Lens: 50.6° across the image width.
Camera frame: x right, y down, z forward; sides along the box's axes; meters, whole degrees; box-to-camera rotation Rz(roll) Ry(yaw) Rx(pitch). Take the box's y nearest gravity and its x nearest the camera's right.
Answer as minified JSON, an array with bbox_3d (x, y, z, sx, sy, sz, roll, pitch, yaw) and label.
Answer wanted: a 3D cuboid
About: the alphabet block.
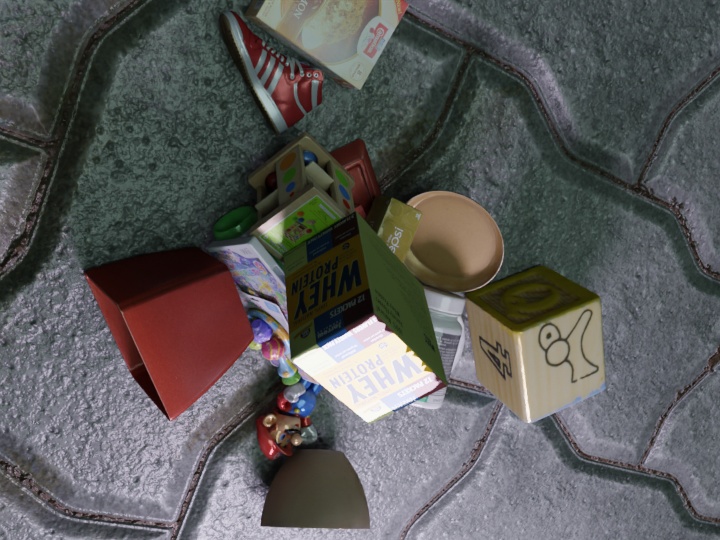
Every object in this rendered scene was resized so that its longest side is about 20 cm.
[{"bbox_3d":[0.334,0.135,1.455,0.194,0.196,0.202,-19,115,-18],"label":"alphabet block"}]

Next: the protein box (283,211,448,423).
[{"bbox_3d":[0.004,0.069,1.082,0.134,0.201,0.199,-29,131,18],"label":"protein box"}]

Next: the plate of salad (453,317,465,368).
[{"bbox_3d":[0.117,0.148,1.447,0.198,0.048,0.202,-9,112,-22],"label":"plate of salad"}]

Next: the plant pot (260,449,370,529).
[{"bbox_3d":[-0.080,0.398,1.386,0.199,0.200,0.136,10,71,-27],"label":"plant pot"}]

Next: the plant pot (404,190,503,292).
[{"bbox_3d":[0.153,-0.053,1.318,0.028,0.198,0.201,-55,133,-50],"label":"plant pot"}]

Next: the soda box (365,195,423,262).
[{"bbox_3d":[0.027,-0.019,1.260,0.067,0.064,0.202,23,88,-26],"label":"soda box"}]

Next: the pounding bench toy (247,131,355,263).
[{"bbox_3d":[-0.062,-0.084,1.175,0.124,0.157,0.200,-33,130,20],"label":"pounding bench toy"}]

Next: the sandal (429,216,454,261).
[{"bbox_3d":[0.155,-0.036,1.386,0.045,0.075,0.201,-30,121,-1],"label":"sandal"}]

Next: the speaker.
[{"bbox_3d":[-0.160,-0.003,1.248,0.088,0.088,0.201,-34,119,-9],"label":"speaker"}]

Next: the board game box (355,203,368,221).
[{"bbox_3d":[0.000,0.000,1.296,0.103,0.019,0.201,-33,110,-16],"label":"board game box"}]

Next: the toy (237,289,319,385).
[{"bbox_3d":[-0.149,0.120,1.238,0.047,0.114,0.201,-51,138,-26],"label":"toy"}]

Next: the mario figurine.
[{"bbox_3d":[-0.102,0.253,1.351,0.123,0.106,0.201,35,89,-17],"label":"mario figurine"}]

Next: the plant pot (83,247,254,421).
[{"bbox_3d":[-0.281,0.073,1.169,0.175,0.199,0.202,-28,118,-24],"label":"plant pot"}]

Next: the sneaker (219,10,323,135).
[{"bbox_3d":[-0.127,-0.319,1.156,0.112,0.071,0.201,-31,126,-6],"label":"sneaker"}]

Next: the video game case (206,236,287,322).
[{"bbox_3d":[-0.138,0.032,1.162,0.018,0.143,0.201,-49,115,-26],"label":"video game case"}]

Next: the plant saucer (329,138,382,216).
[{"bbox_3d":[-0.045,-0.092,1.295,0.198,0.037,0.201,-27,116,-13],"label":"plant saucer"}]

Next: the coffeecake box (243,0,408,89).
[{"bbox_3d":[-0.050,-0.397,1.161,0.199,0.073,0.154,28,94,-30],"label":"coffeecake box"}]

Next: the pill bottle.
[{"bbox_3d":[0.117,0.134,1.360,0.112,0.113,0.202,13,96,-27],"label":"pill bottle"}]
